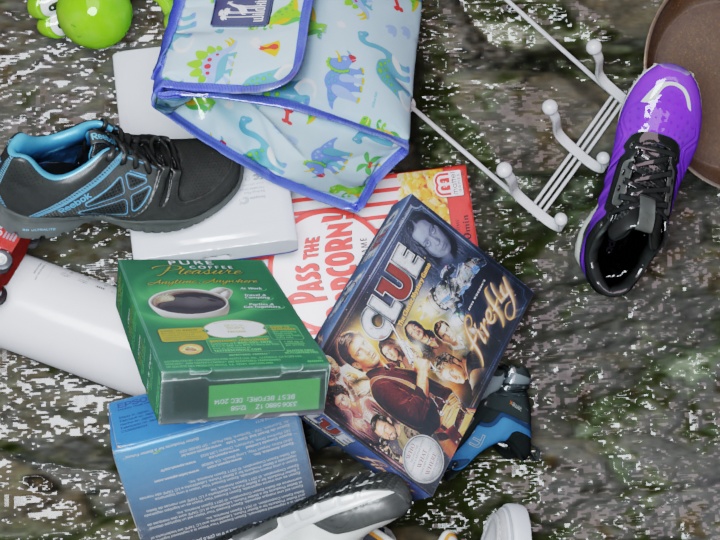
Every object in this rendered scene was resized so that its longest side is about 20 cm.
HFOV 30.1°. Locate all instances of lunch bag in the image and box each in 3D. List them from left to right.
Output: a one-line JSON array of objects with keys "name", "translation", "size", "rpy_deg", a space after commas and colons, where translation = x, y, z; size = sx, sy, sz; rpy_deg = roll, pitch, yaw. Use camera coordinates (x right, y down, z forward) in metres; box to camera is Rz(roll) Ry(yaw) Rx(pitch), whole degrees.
[{"name": "lunch bag", "translation": [-0.059, -0.168, 1.070], "size": [0.199, 0.127, 0.171], "rpy_deg": [18, 54, -16]}]

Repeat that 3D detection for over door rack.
[{"name": "over door rack", "translation": [0.135, -0.150, 1.155], "size": [0.200, 0.067, 0.148], "rpy_deg": [37, 79, 1]}]

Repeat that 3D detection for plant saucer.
[{"name": "plant saucer", "translation": [0.326, -0.165, 1.174], "size": [0.200, 0.037, 0.201], "rpy_deg": [1, 87, -19]}]

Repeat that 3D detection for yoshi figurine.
[{"name": "yoshi figurine", "translation": [-0.179, -0.244, 1.121], "size": [0.200, 0.112, 0.113], "rpy_deg": [-30, 92, -6]}]

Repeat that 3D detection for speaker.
[{"name": "speaker", "translation": [-0.220, 0.046, 1.086], "size": [0.199, 0.081, 0.082], "rpy_deg": [20, 80, -3]}]

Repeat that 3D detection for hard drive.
[{"name": "hard drive", "translation": [-0.131, -0.100, 1.111], "size": [0.131, 0.025, 0.201], "rpy_deg": [-8, 64, -6]}]

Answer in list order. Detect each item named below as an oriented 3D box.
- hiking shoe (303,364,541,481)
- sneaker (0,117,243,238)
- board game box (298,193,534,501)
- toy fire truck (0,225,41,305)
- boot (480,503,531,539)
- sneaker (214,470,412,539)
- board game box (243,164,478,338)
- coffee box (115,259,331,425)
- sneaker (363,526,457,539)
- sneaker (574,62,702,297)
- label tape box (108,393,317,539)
[{"name": "hiking shoe", "translation": [0.053, 0.132, 1.096], "size": [0.199, 0.074, 0.087], "rpy_deg": [-9, 86, -13]}, {"name": "sneaker", "translation": [-0.179, -0.074, 1.024], "size": [0.199, 0.082, 0.073], "rpy_deg": [-12, 57, -25]}, {"name": "board game box", "translation": [0.040, 0.058, 1.045], "size": [0.135, 0.035, 0.200], "rpy_deg": [37, 60, -13]}, {"name": "toy fire truck", "translation": [-0.313, -0.066, 1.060], "size": [0.141, 0.049, 0.200], "rpy_deg": [22, 48, -2]}, {"name": "boot", "translation": [0.077, 0.283, 1.083], "size": [0.095, 0.074, 0.201], "rpy_deg": [12, 81, -9]}, {"name": "sneaker", "translation": [-0.041, 0.213, 1.003], "size": [0.200, 0.074, 0.080], "rpy_deg": [-29, 84, 21]}, {"name": "board game box", "translation": [0.000, 0.000, 1.130], "size": [0.199, 0.046, 0.152], "rpy_deg": [-8, 81, -6]}, {"name": "coffee box", "translation": [-0.106, 0.046, 0.985], "size": [0.122, 0.200, 0.044], "rpy_deg": [-2, 113, -20]}, {"name": "sneaker", "translation": [-0.011, 0.246, 1.065], "size": [0.199, 0.078, 0.080], "rpy_deg": [-5, 70, 12]}, {"name": "sneaker", "translation": [0.232, -0.065, 1.092], "size": [0.069, 0.100, 0.201], "rpy_deg": [15, 113, 1]}, {"name": "label tape box", "translation": [-0.109, 0.181, 1.073], "size": [0.144, 0.063, 0.201], "rpy_deg": [-14, 124, -8]}]
